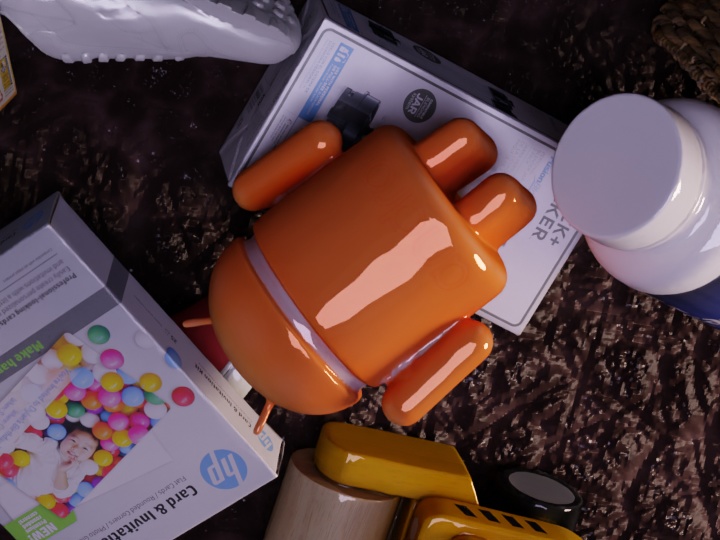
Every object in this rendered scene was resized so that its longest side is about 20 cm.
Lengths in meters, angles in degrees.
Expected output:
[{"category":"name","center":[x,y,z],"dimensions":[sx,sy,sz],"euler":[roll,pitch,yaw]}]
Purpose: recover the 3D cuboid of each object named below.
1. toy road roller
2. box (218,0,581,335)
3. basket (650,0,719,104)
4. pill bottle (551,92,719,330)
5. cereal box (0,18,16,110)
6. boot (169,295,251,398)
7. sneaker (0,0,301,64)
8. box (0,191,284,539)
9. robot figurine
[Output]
[{"category":"toy road roller","center":[0.047,0.183,1.694],"dimensions":[0.199,0.146,0.123],"euler":[14,107,-13]},{"category":"box","center":[0.033,-0.061,1.649],"dimensions":[0.200,0.060,0.117],"euler":[28,104,-17]},{"category":"basket","center":[0.273,-0.129,1.588],"dimensions":[0.149,0.200,0.143],"euler":[32,101,-16]},{"category":"pill bottle","center":[0.191,-0.032,1.610],"dimensions":[0.111,0.111,0.200],"euler":[-52,143,11]},{"category":"cereal box","center":[-0.274,-0.177,1.546],"dimensions":[0.143,0.040,0.201],"euler":[-2,112,17]},{"category":"boot","center":[-0.144,0.042,1.656],"dimensions":[0.144,0.072,0.200],"euler":[40,103,-18]},{"category":"sneaker","center":[-0.131,-0.149,1.592],"dimensions":[0.199,0.076,0.081],"euler":[19,113,-7]},{"category":"box","center":[-0.165,0.073,1.609],"dimensions":[0.156,0.041,0.200],"euler":[-31,114,22]},{"category":"robot figurine","center":[-0.001,-0.001,1.574],"dimensions":[0.200,0.117,0.144],"euler":[-38,114,6]}]
